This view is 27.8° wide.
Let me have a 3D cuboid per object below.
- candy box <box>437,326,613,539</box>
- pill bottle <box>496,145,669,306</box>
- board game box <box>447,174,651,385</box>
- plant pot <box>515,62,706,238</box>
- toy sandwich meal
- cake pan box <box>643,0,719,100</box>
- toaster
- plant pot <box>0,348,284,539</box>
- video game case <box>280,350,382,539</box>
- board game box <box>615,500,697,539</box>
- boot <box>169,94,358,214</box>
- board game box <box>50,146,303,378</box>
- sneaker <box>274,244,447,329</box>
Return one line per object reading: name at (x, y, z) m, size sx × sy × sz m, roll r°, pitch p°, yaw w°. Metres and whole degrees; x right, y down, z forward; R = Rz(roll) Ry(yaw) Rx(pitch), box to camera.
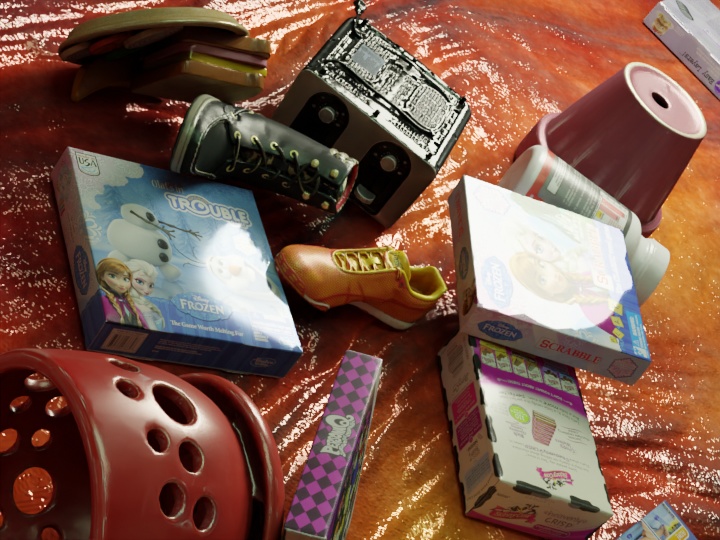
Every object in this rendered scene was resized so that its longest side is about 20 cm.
candy box at (0.155, 0.155, 1.402) m, size 0.135 × 0.061 × 0.201 m, roll 20°, pitch 38°, yaw -25°
pill bottle at (0.247, -0.042, 1.659) m, size 0.199 × 0.116 × 0.116 m, roll 35°, pitch 35°, yaw -7°
board game box at (0.191, 0.007, 1.493) m, size 0.198 × 0.041 × 0.201 m, roll 17°, pitch 40°, yaw -17°
plant pot at (0.320, -0.148, 1.791) m, size 0.199 × 0.179 × 0.201 m, roll 25°, pitch 38°, yaw -21°
toy sandwich meal at (-0.190, -0.198, 1.398) m, size 0.204 × 0.204 × 0.071 m, roll -4°, pitch 86°, yaw -46°
cake pan box at (0.579, -0.372, 2.397) m, size 0.200 × 0.052 × 0.184 m, roll 47°, pitch 37°, yaw 10°
toaster at (0.011, -0.167, 1.572) m, size 0.180 × 0.119 × 0.200 m, roll 38°, pitch 35°, yaw -5°
plant pot at (-0.161, 0.155, 0.985) m, size 0.181 × 0.201 × 0.201 m, roll 5°, pitch 47°, yaw -43°
video game case at (-0.030, 0.190, 1.088) m, size 0.035 × 0.183 × 0.201 m, roll 13°, pitch 35°, yaw 5°
board game box at (0.279, 0.311, 1.370) m, size 0.136 × 0.035 × 0.199 m, roll 52°, pitch 36°, yaw 15°
boot at (-0.088, -0.106, 1.380) m, size 0.153 × 0.074 × 0.204 m, roll 23°, pitch 12°, yaw 6°
board game box at (-0.164, -0.006, 1.295) m, size 0.199 × 0.043 × 0.200 m, roll 11°, pitch 43°, yaw -36°
sneaker at (0.000, 0.000, 1.398) m, size 0.199 × 0.077 × 0.073 m, roll 12°, pitch 41°, yaw -44°
